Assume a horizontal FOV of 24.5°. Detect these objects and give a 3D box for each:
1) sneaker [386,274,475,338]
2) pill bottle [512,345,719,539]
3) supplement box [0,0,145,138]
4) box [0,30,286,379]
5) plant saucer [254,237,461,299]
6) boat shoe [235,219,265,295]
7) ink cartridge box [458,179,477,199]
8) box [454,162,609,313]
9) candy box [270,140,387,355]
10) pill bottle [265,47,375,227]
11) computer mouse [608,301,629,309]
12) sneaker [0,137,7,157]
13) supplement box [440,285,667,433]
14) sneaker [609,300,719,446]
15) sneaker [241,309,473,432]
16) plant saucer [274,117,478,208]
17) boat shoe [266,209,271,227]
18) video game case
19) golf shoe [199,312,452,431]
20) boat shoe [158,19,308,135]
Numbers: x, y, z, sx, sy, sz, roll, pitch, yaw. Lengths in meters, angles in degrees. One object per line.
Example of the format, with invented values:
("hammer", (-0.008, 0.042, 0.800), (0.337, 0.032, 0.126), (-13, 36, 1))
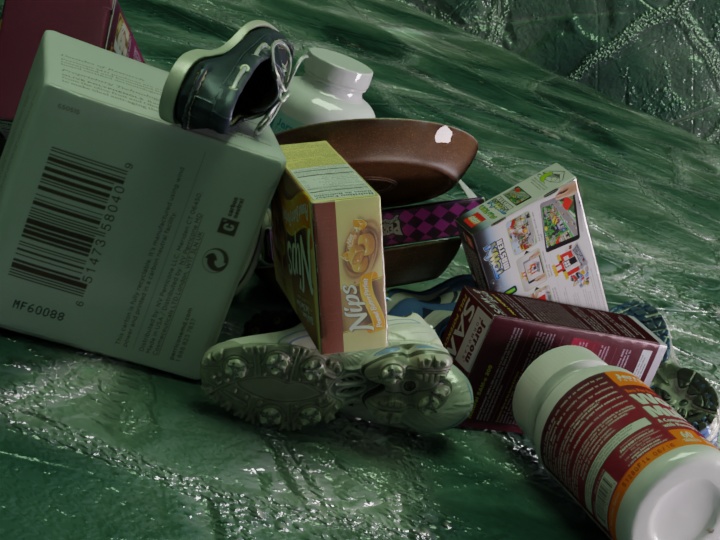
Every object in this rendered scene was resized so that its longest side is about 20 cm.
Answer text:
("sneaker", (0.084, 0.057, 1.534), (0.082, 0.074, 0.199), (35, 27, 28))
("pill bottle", (0.208, 0.145, 1.336), (0.109, 0.110, 0.200), (11, 20, -29))
("supplement box", (-0.266, -0.162, 1.532), (0.102, 0.132, 0.200), (7, -14, 3))
("box", (-0.191, -0.053, 1.323), (0.199, 0.200, 0.171), (17, 17, -18))
("plant saucer", (0.000, 0.000, 1.541), (0.199, 0.037, 0.200), (-9, 2, 0))
("boat shoe", (-0.127, -0.071, 1.535), (0.062, 0.075, 0.202), (12, 62, -29))
("ink cartridge box", (0.148, 0.012, 1.622), (0.200, 0.050, 0.162), (47, 8, -21))
("box", (0.160, 0.014, 1.484), (0.110, 0.201, 0.035), (-28, 36, -13))
("candy box", (-0.028, -0.022, 1.271), (0.055, 0.116, 0.200), (-7, 17, -11))
("pill bottle", (-0.052, -0.120, 1.683), (0.110, 0.201, 0.111), (18, 17, -6))
("computer mouse", (0.209, 0.026, 1.821), (0.199, 0.044, 0.110), (28, 22, 4))
("sneaker", (-0.336, -0.092, 1.489), (0.199, 0.081, 0.086), (28, 7, 4))
("supplement box", (0.163, 0.086, 1.464), (0.199, 0.110, 0.061), (11, 21, -33))
("sneaker", (0.279, 0.111, 1.573), (0.077, 0.086, 0.201), (-24, 41, -1))
("sneaker", (-0.004, 0.086, 1.363), (0.199, 0.072, 0.073), (19, -10, 4))
("plant saucer", (0.004, -0.087, 1.440), (0.198, 0.035, 0.200), (-1, -12, 0))
("boat shoe", (-0.175, -0.061, 1.592), (0.199, 0.067, 0.057), (0, 30, -41))
("video game case", (0.007, -0.038, 1.556), (0.198, 0.036, 0.181), (-8, 2, -6))
("golf shoe", (-0.030, 0.068, 1.292), (0.198, 0.079, 0.098), (3, 34, -14))
("boat shoe", (-0.086, -0.144, 1.257), (0.061, 0.075, 0.200), (25, 18, 10))
